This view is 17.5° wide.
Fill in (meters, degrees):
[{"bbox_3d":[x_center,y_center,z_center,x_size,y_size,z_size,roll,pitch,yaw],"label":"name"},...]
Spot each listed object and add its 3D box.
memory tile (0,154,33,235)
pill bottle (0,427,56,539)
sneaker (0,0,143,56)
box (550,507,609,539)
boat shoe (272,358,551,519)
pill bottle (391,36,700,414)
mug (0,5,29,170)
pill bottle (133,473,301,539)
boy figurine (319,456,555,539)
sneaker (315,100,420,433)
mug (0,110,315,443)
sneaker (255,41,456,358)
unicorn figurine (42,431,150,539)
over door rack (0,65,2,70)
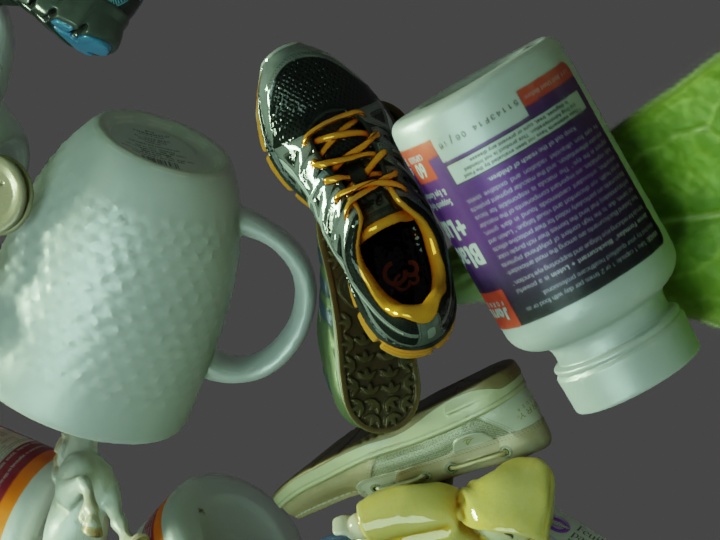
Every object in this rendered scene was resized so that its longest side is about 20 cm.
[{"bbox_3d":[-0.297,-0.015,1.446,0.153,0.017,0.200,38,103,17],"label":"memory tile"},{"bbox_3d":[-0.295,0.151,1.643,0.200,0.110,0.110,20,120,21],"label":"pill bottle"},{"bbox_3d":[-0.219,-0.209,1.480,0.200,0.073,0.082,28,79,13],"label":"sneaker"},{"bbox_3d":[0.187,0.217,1.451,0.200,0.039,0.041,31,123,14],"label":"box"},{"bbox_3d":[0.030,0.123,1.482,0.200,0.072,0.065,-28,95,30],"label":"boat shoe"},{"bbox_3d":[0.112,-0.023,1.343,0.111,0.111,0.200,-26,96,35],"label":"pill bottle"},{"bbox_3d":[-0.303,-0.108,1.536,0.175,0.148,0.200,25,91,13],"label":"mug"},{"bbox_3d":[-0.131,0.235,1.597,0.110,0.110,0.200,45,125,5],"label":"pill bottle"},{"bbox_3d":[0.044,0.173,1.452,0.200,0.064,0.124,-24,139,30],"label":"boy figurine"},{"bbox_3d":[0.000,0.000,1.443,0.067,0.090,0.200,-1,87,-10],"label":"sneaker"},{"bbox_3d":[-0.127,0.004,1.476,0.200,0.148,0.175,18,112,-9],"label":"mug"},{"bbox_3d":[0.003,-0.046,1.361,0.078,0.077,0.200,-29,86,-6],"label":"sneaker"},{"bbox_3d":[-0.176,0.162,1.527,0.200,0.074,0.137,-61,31,11],"label":"unicorn figurine"},{"bbox_3d":[-0.204,-0.203,1.394,0.200,0.148,0.067,49,172,39],"label":"over door rack"}]
